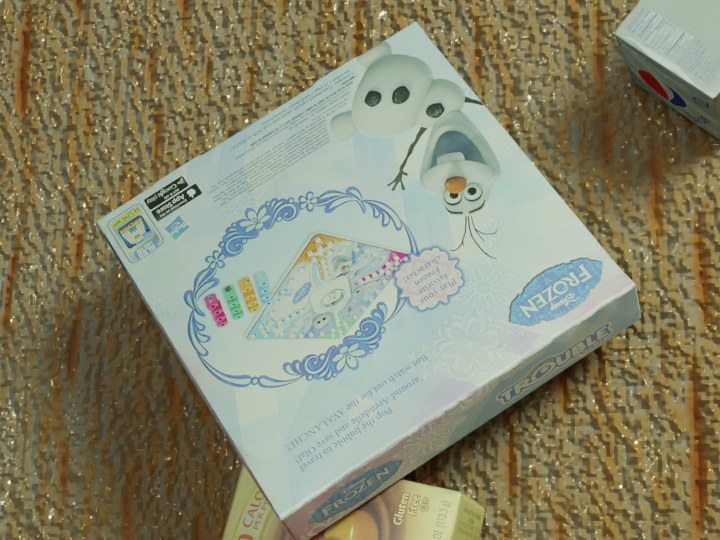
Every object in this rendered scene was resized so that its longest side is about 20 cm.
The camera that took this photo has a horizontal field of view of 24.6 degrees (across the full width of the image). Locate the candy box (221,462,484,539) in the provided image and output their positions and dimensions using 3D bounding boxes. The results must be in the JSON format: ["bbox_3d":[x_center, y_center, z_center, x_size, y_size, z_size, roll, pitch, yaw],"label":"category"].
[{"bbox_3d":[-0.021,0.195,0.801,0.115,0.055,0.200,10,79,21],"label":"candy box"}]

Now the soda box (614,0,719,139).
[{"bbox_3d":[0.213,-0.166,0.814,0.063,0.068,0.200,38,90,23],"label":"soda box"}]

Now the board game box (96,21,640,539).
[{"bbox_3d":[0.000,0.000,0.823,0.200,0.043,0.199,-32,59,-5],"label":"board game box"}]
